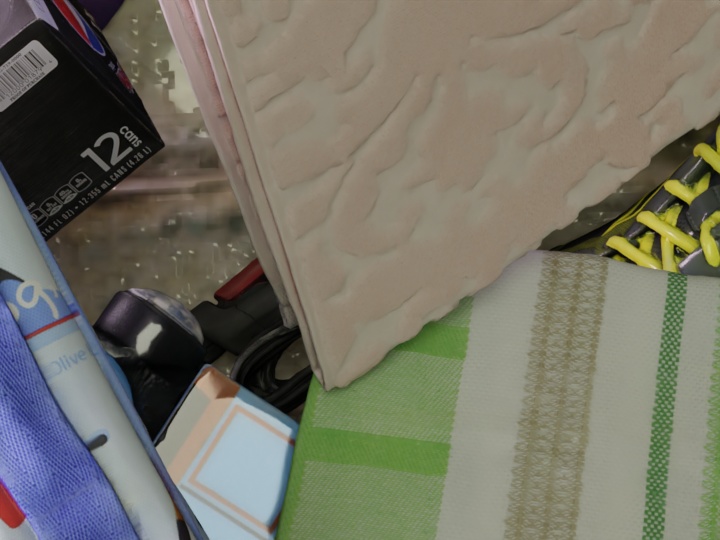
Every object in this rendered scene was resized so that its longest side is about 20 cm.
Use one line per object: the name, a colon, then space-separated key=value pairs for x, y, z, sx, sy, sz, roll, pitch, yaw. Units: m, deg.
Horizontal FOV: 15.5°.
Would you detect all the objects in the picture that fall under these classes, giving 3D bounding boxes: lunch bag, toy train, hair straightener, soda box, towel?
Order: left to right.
soda box: x=-0.156 y=-0.008 z=0.729 sx=0.200 sy=0.063 sz=0.071 roll=-38 pitch=45 yaw=5
lunch bag: x=-0.090 y=0.040 z=0.605 sx=0.075 sy=0.160 sz=0.200 roll=-30 pitch=87 yaw=-13
toy train: x=-0.084 y=0.105 z=0.720 sx=0.114 sy=0.087 sz=0.200 roll=32 pitch=80 yaw=3
hair straightener: x=0.000 y=0.000 z=0.767 sx=0.200 sy=0.041 sz=0.077 roll=-34 pitch=41 yaw=18
towel: x=0.043 y=-0.087 z=0.645 sx=0.200 sy=0.191 sz=0.032 roll=-35 pitch=52 yaw=-17
towel: x=0.080 y=0.062 z=0.684 sx=0.199 sy=0.031 sz=0.150 roll=10 pitch=49 yaw=4

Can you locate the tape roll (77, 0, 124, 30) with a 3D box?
tape roll: x=-0.160 y=-0.143 z=0.811 sx=0.199 sy=0.085 sz=0.201 roll=-1 pitch=83 yaw=5

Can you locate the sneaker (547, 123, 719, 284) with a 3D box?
sneaker: x=0.103 y=-0.011 z=0.762 sx=0.199 sy=0.085 sz=0.075 roll=-26 pitch=54 yaw=-3
